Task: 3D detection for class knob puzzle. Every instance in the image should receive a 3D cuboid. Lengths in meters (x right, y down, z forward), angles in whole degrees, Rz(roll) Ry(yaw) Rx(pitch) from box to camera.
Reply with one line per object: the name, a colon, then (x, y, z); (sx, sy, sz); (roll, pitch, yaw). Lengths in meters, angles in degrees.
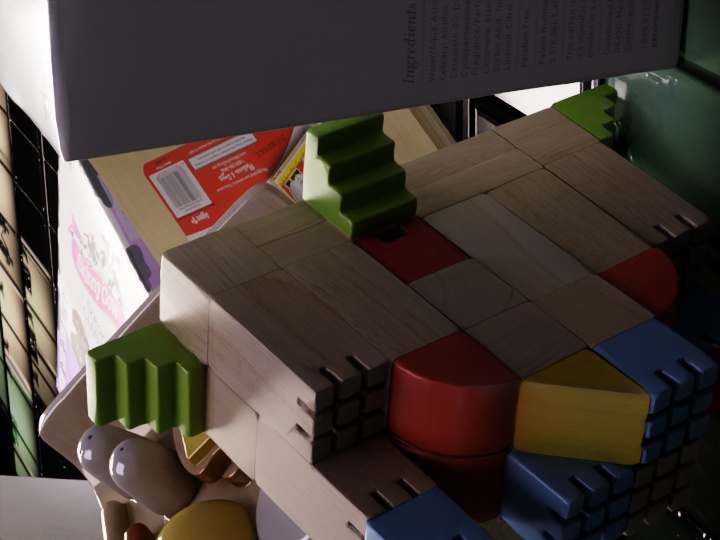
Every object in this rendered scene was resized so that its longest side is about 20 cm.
knob puzzle: (0.000, 0.000, 0.786); (0.219, 0.030, 0.221); (24, 136, 25)

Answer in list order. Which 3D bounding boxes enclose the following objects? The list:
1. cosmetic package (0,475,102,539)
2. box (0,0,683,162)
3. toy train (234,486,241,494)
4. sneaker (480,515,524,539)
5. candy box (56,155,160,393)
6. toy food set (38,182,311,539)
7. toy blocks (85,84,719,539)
cosmetic package: (-0.135, 0.200, 0.963); (0.199, 0.200, 0.123); (37, 98, 25)
box: (-0.015, -0.113, 0.620); (0.124, 0.199, 0.098); (-135, 39, -55)
toy train: (-0.026, 0.102, 0.725); (0.056, 0.042, 0.201); (-22, 44, 61)
sneaker: (0.061, 0.161, 0.720); (0.200, 0.076, 0.112); (34, 121, 54)
candy box: (-0.110, 0.037, 1.112); (0.168, 0.071, 0.201); (-122, 29, -43)
toy food set: (-0.060, 0.072, 0.704); (0.144, 0.060, 0.200); (-46, 32, 19)
toy blocks: (0.041, 0.025, 0.590); (0.137, 0.199, 0.100); (39, 138, 38)
